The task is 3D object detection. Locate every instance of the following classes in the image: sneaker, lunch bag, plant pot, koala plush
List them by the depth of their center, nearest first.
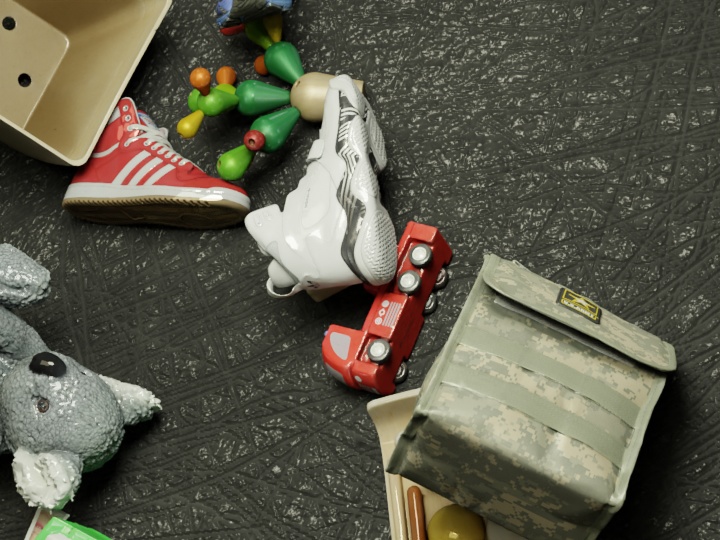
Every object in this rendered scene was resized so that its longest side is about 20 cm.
[{"bbox_3d":[0.136,0.086,1.243,0.163,0.118,0.200,26,52,3],"label":"lunch bag"},{"bbox_3d":[-0.038,-0.069,1.412,0.114,0.075,0.201,-15,61,15],"label":"sneaker"},{"bbox_3d":[-0.284,0.113,1.439,0.199,0.185,0.177,23,41,19],"label":"koala plush"},{"bbox_3d":[-0.181,-0.101,1.558,0.199,0.071,0.113,4,68,28],"label":"sneaker"},{"bbox_3d":[-0.105,-0.280,1.561,0.075,0.079,0.200,-17,21,7],"label":"sneaker"},{"bbox_3d":[-0.333,-0.222,1.608,0.177,0.199,0.201,-9,52,62],"label":"plant pot"}]

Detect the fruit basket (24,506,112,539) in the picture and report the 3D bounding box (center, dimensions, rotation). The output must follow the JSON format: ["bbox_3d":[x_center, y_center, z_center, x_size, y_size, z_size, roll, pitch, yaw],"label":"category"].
[{"bbox_3d":[-0.239,0.309,1.343,0.185,0.094,0.201,22,77,32],"label":"fruit basket"}]

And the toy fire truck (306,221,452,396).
[{"bbox_3d":[0.000,0.000,1.434,0.140,0.049,0.201,14,70,30],"label":"toy fire truck"}]

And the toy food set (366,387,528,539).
[{"bbox_3d":[0.081,0.177,1.292,0.143,0.060,0.201,-16,58,16],"label":"toy food set"}]

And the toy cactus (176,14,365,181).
[{"bbox_3d":[-0.078,-0.168,1.539,0.164,0.103,0.201,1,42,7],"label":"toy cactus"}]
